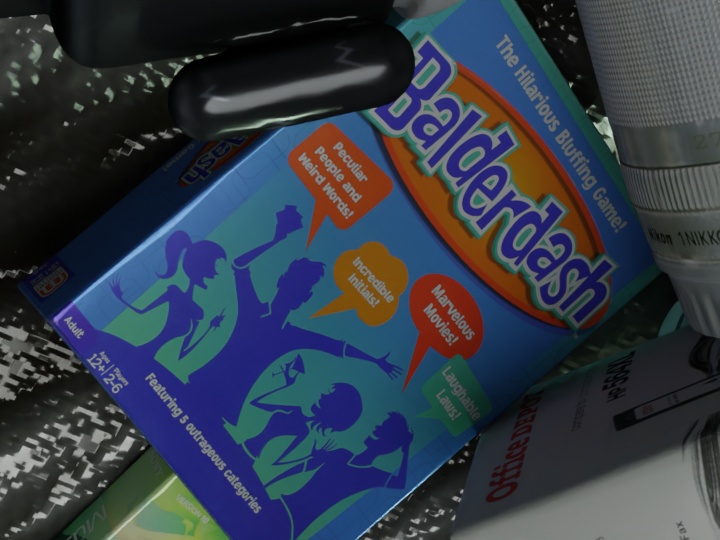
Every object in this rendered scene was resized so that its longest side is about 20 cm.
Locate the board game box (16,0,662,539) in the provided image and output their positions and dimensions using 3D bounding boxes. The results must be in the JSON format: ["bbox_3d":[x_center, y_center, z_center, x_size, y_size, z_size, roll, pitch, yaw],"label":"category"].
[{"bbox_3d":[0.000,0.000,0.826,0.200,0.045,0.152,-41,119,-7],"label":"board game box"}]

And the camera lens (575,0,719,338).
[{"bbox_3d":[0.153,-0.094,0.756,0.159,0.160,0.201,-18,100,-7],"label":"camera lens"}]

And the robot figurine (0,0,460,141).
[{"bbox_3d":[-0.042,-0.133,0.724,0.199,0.125,0.151,-9,116,-11],"label":"robot figurine"}]

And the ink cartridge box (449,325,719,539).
[{"bbox_3d":[0.141,0.068,0.799,0.199,0.146,0.085,-23,101,14],"label":"ink cartridge box"}]

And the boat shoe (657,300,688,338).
[{"bbox_3d":[0.216,0.013,0.885,0.199,0.065,0.074,-13,82,-10],"label":"boat shoe"}]

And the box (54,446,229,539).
[{"bbox_3d":[-0.093,0.176,0.904,0.200,0.036,0.144,-45,118,5],"label":"box"}]
